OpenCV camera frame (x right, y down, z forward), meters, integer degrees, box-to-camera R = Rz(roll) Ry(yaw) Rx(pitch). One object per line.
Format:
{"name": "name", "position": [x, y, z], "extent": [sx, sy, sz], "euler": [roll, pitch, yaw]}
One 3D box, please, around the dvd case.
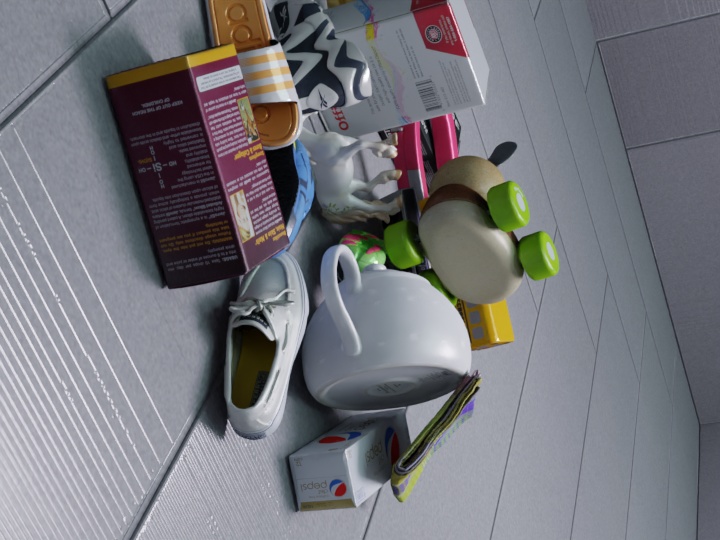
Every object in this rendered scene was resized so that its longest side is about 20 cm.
{"name": "dvd case", "position": [0.063, 0.000, 1.649], "extent": [0.150, 0.025, 0.200], "euler": [168, -88, -80]}

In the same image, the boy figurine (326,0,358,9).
{"name": "boy figurine", "position": [0.016, -0.331, 1.604], "extent": [0.200, 0.124, 0.064], "euler": [113, -20, -56]}

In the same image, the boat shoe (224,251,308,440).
{"name": "boat shoe", "position": [-0.099, 0.054, 1.239], "extent": [0.086, 0.075, 0.202], "euler": [77, 20, -59]}

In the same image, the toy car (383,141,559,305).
{"name": "toy car", "position": [0.136, -0.073, 1.546], "extent": [0.158, 0.164, 0.200], "euler": [54, 29, -33]}

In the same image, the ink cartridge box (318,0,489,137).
{"name": "ink cartridge box", "position": [0.038, -0.255, 1.559], "extent": [0.083, 0.200, 0.146], "euler": [-78, 150, -49]}

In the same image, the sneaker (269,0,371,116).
{"name": "sneaker", "position": [-0.087, -0.225, 1.407], "extent": [0.199, 0.130, 0.080], "euler": [52, -22, 38]}

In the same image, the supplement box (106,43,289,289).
{"name": "supplement box", "position": [-0.145, -0.096, 1.180], "extent": [0.110, 0.086, 0.200], "euler": [-41, 118, -66]}

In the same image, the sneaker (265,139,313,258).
{"name": "sneaker", "position": [-0.075, -0.067, 1.334], "extent": [0.078, 0.066, 0.200], "euler": [58, 18, -33]}

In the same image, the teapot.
{"name": "teapot", "position": [0.022, 0.060, 1.406], "extent": [0.200, 0.197, 0.146], "euler": [134, -47, -59]}

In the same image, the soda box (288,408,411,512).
{"name": "soda box", "position": [-0.006, 0.206, 1.418], "extent": [0.200, 0.068, 0.064], "euler": [-17, 97, -69]}

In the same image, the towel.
{"name": "towel", "position": [0.083, 0.188, 1.430], "extent": [0.144, 0.023, 0.200], "euler": [-50, 168, -15]}

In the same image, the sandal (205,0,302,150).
{"name": "sandal", "position": [-0.119, -0.222, 1.310], "extent": [0.059, 0.079, 0.207], "euler": [68, 5, -85]}

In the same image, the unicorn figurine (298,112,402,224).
{"name": "unicorn figurine", "position": [-0.024, -0.126, 1.474], "extent": [0.074, 0.137, 0.200], "euler": [-83, 169, -59]}

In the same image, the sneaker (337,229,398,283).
{"name": "sneaker", "position": [0.000, 0.000, 1.548], "extent": [0.084, 0.077, 0.200], "euler": [-66, 167, 8]}

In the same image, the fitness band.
{"name": "fitness band", "position": [0.090, -0.150, 1.727], "extent": [0.144, 0.037, 0.200], "euler": [-33, 118, -60]}

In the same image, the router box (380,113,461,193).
{"name": "router box", "position": [0.079, -0.219, 1.830], "extent": [0.200, 0.062, 0.150], "euler": [60, 30, -41]}

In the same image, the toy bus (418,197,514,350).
{"name": "toy bus", "position": [0.130, 0.001, 1.634], "extent": [0.065, 0.078, 0.200], "euler": [1, 75, -56]}
